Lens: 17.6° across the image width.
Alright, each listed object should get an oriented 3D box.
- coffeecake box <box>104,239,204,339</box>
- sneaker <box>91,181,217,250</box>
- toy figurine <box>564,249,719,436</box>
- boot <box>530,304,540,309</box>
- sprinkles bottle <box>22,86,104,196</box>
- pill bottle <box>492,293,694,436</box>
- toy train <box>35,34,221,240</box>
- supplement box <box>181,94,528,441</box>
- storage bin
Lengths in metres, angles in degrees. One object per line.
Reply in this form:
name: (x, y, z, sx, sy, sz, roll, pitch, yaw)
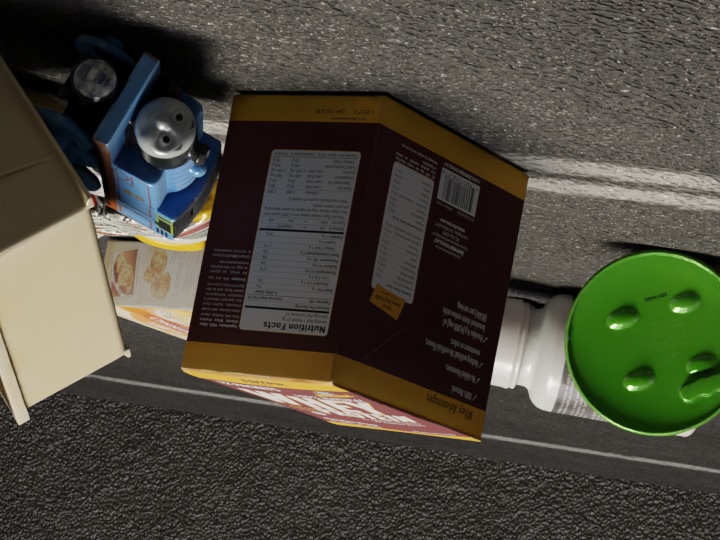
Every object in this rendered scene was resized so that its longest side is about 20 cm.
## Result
coffeecake box: (-0.136, 0.025, 2.310, 0.200, 0.073, 0.153, 2, 166, 38)
sneaker: (-0.201, -0.064, 1.858, 0.199, 0.078, 0.082, 2, 167, -7)
toy figurine: (0.278, 0.049, 1.959, 0.199, 0.151, 0.184, -16, 179, 11)
boot: (0.221, 0.078, 2.269, 0.199, 0.068, 0.131, 9, 164, 3)
sprinkles bottle: (-0.226, -0.097, 1.728, 0.200, 0.068, 0.068, 15, 169, -23)
pill bottle: (0.217, 0.082, 2.145, 0.199, 0.111, 0.111, 10, 170, 0)
toy train: (-0.153, -0.091, 1.577, 0.114, 0.087, 0.200, 28, 167, 2)
supplement box: (0.000, 0.000, 1.648, 0.133, 0.201, 0.197, 4, 168, 36)
storage bin: (-0.248, -0.039, 1.559, 0.094, 0.199, 0.200, -28, 150, -14)
